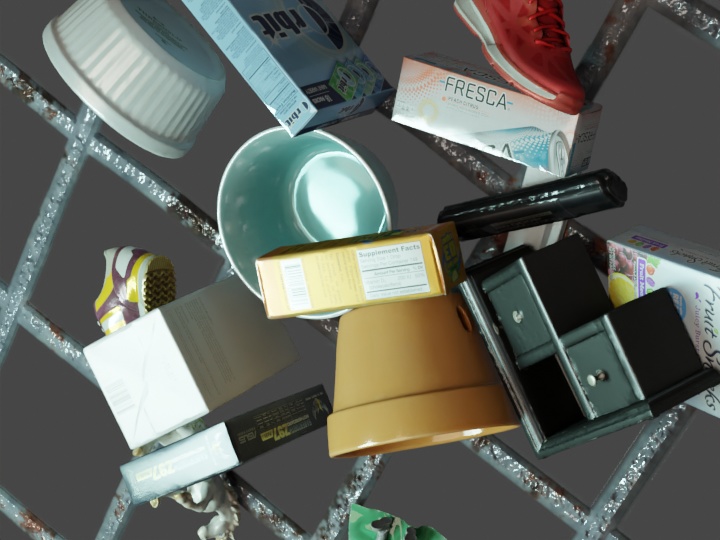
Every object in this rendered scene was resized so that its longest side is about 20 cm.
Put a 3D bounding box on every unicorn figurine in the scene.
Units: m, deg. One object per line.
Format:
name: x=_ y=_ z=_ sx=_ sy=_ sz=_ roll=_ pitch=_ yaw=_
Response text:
unicorn figurine: x=-0.193 y=0.239 z=1.749 sx=0.073 sy=0.137 sz=0.203 roll=-10 pitch=82 yaw=31

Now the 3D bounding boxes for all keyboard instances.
keyboard: x=0.183 y=-0.064 z=1.523 sx=0.056 sy=0.011 sz=0.202 roll=25 pitch=113 yaw=27

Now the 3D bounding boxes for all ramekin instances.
ramekin: x=-0.230 y=-0.221 z=1.604 sx=0.094 sy=0.202 sz=0.203 roll=-45 pitch=80 yaw=17

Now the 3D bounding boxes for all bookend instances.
bookend: x=0.208 y=0.053 z=1.424 sx=0.200 sy=0.091 sz=0.201 roll=-33 pitch=80 yaw=60

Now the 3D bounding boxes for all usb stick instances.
usb stick: x=0.168 y=-0.062 z=1.496 sx=0.198 sy=0.055 sz=0.033 roll=-13 pitch=66 yaw=35

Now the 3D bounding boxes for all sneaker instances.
sneaker: x=0.167 y=-0.240 z=1.414 sx=0.116 sy=0.078 sz=0.201 roll=-55 pitch=48 yaw=23
sneaker: x=-0.267 y=0.072 z=1.772 sx=0.089 sy=0.075 sz=0.203 roll=15 pitch=103 yaw=33

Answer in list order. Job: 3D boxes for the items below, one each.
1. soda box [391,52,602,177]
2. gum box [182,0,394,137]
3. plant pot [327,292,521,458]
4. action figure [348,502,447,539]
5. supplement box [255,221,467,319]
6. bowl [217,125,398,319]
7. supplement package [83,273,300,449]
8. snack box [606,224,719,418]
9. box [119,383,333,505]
soda box: x=0.131 y=-0.155 z=1.489 sx=0.198 sy=0.063 sz=0.069 roll=21 pitch=112 yaw=27
gum box: x=-0.076 y=-0.234 z=1.526 sx=0.045 sy=0.169 sz=0.201 roll=-42 pitch=81 yaw=29
plant pot: x=0.055 y=0.105 z=1.540 sx=0.198 sy=0.199 sz=0.142 roll=-15 pitch=80 yaw=30
action figure: x=0.021 y=0.370 z=1.698 sx=0.117 sy=0.055 sz=0.202 roll=20 pitch=116 yaw=20
supplement box: x=0.000 y=0.000 z=1.488 sx=0.197 sy=0.066 sz=0.070 roll=-6 pitch=101 yaw=25
bowl: x=-0.039 y=-0.062 z=1.583 sx=0.198 sy=0.105 sz=0.204 roll=8 pitch=110 yaw=23
supplement package: x=-0.179 y=0.091 z=1.647 sx=0.119 sy=0.200 sz=0.122 roll=-27 pitch=89 yaw=30
snack box: x=0.315 y=0.053 z=1.397 sx=0.199 sy=0.053 sz=0.144 roll=24 pitch=129 yaw=48
box: x=-0.140 y=0.188 z=1.652 sx=0.157 sy=0.199 sz=0.052 roll=-26 pitch=85 yaw=30
